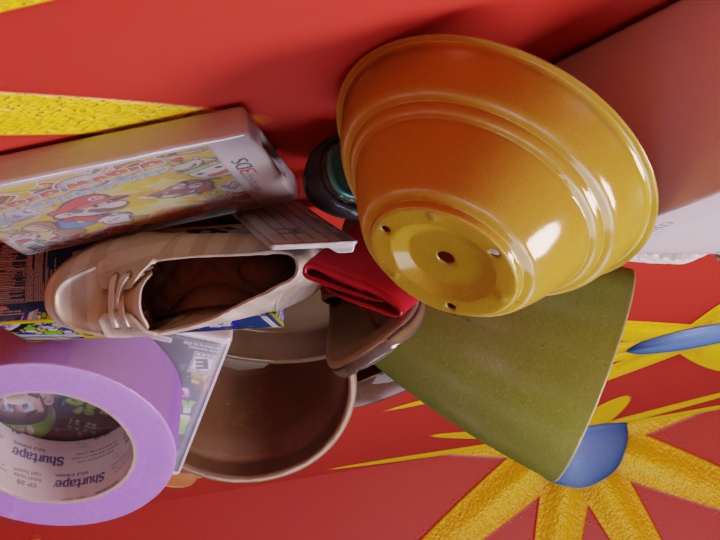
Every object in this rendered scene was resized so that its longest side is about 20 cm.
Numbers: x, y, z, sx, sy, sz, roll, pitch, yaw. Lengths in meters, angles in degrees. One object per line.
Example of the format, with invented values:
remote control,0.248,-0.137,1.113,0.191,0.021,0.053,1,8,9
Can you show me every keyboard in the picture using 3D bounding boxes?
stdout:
keyboard,-0.050,-0.031,1.244,0.056,0.011,0.200,3,-172,-13

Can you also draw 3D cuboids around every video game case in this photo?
video game case,-0.153,-0.054,1.201,0.200,0.023,0.182,-11,168,6
video game case,-0.220,0.087,1.482,0.200,0.023,0.182,12,135,-13

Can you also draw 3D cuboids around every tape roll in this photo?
tape roll,-0.241,0.115,1.451,0.200,0.066,0.200,1,135,1

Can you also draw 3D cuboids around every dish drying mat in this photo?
dish drying mat,0.037,-0.020,1.255,0.077,0.018,0.200,20,-153,19

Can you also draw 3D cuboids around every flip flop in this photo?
flip flop,0.000,0.000,1.286,0.081,0.200,0.058,-31,121,24

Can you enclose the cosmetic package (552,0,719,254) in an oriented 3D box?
cosmetic package,0.247,-0.090,1.119,0.200,0.123,0.199,2,164,-38

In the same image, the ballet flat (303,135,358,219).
ballet flat,0.052,-0.057,1.219,0.200,0.073,0.073,2,165,-24

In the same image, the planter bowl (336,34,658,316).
planter bowl,0.062,-0.033,1.059,0.200,0.084,0.201,19,144,14

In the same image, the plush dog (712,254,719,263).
plush dog,0.327,-0.052,1.339,0.200,0.161,0.172,35,-164,37

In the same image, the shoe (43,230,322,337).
shoe,-0.124,0.006,1.252,0.200,0.070,0.053,-9,-173,11

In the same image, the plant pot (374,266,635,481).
plant pot,0.100,0.051,1.530,0.200,0.187,0.187,21,167,1

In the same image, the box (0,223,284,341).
box,-0.158,0.010,1.330,0.200,0.064,0.070,-3,166,11

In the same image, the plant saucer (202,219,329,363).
plant saucer,-0.074,0.015,1.436,0.200,0.030,0.200,2,150,1

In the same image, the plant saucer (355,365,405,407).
plant saucer,0.050,0.080,1.739,0.200,0.032,0.200,-25,-175,2

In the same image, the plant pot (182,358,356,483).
plant pot,-0.103,0.076,1.584,0.201,0.201,0.093,-11,-151,5

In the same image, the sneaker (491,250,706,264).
sneaker,0.188,-0.039,1.468,0.200,0.078,0.099,1,175,-17

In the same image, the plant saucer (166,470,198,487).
plant saucer,-0.222,0.120,1.654,0.032,0.200,0.200,-55,155,10
